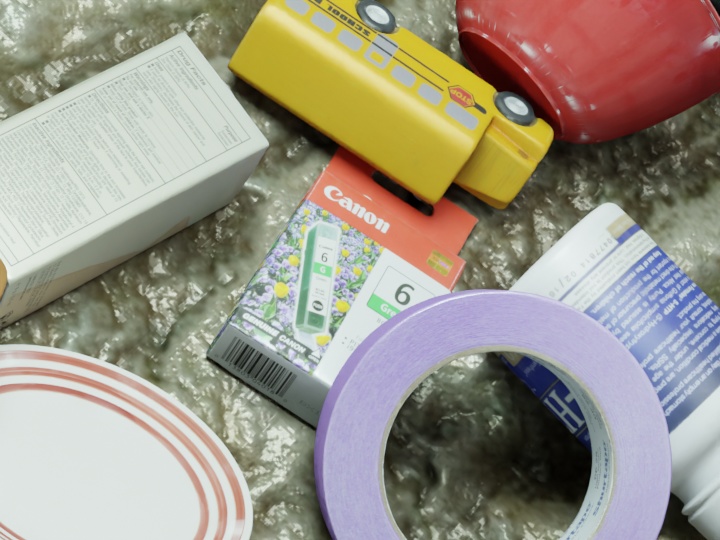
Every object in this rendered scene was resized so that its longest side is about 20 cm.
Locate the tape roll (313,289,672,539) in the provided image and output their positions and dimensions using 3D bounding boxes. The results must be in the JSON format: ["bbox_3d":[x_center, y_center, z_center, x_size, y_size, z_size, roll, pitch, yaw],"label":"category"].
[{"bbox_3d":[0.075,0.111,1.406,0.200,0.066,0.201,0,89,-5],"label":"tape roll"}]

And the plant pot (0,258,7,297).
[{"bbox_3d":[-0.284,0.007,1.305,0.140,0.200,0.200,41,52,-18],"label":"plant pot"}]

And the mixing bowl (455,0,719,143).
[{"bbox_3d":[0.134,-0.156,1.591,0.108,0.200,0.200,-44,84,-10],"label":"mixing bowl"}]

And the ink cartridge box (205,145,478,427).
[{"bbox_3d":[0.000,0.000,1.506,0.109,0.050,0.200,33,55,-3],"label":"ink cartridge box"}]

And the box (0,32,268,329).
[{"bbox_3d":[-0.163,-0.052,1.447,0.200,0.078,0.095,-29,76,-34],"label":"box"}]

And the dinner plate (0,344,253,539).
[{"bbox_3d":[-0.155,0.113,1.356,0.200,0.024,0.200,22,30,-13],"label":"dinner plate"}]

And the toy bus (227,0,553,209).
[{"bbox_3d":[0.021,-0.109,1.557,0.200,0.065,0.078,34,36,-2],"label":"toy bus"}]

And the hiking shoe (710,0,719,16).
[{"bbox_3d":[0.190,-0.219,1.693,0.074,0.087,0.200,-36,80,-35],"label":"hiking shoe"}]

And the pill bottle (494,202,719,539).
[{"bbox_3d":[0.181,0.068,1.503,0.200,0.120,0.120,46,54,7],"label":"pill bottle"}]
